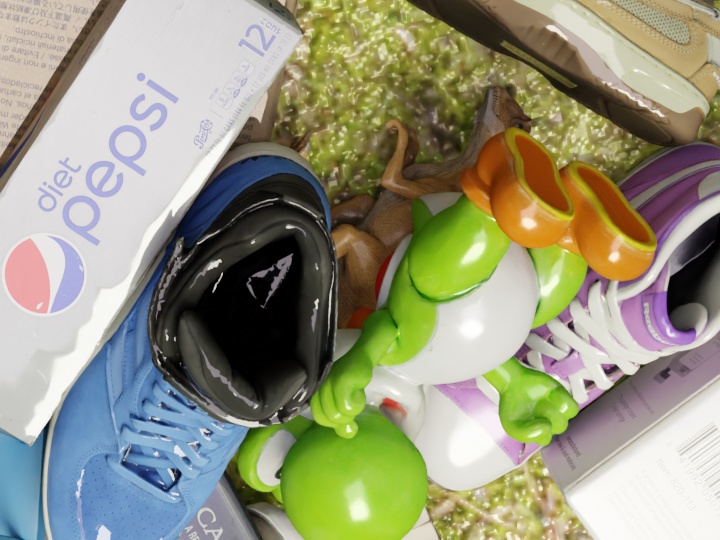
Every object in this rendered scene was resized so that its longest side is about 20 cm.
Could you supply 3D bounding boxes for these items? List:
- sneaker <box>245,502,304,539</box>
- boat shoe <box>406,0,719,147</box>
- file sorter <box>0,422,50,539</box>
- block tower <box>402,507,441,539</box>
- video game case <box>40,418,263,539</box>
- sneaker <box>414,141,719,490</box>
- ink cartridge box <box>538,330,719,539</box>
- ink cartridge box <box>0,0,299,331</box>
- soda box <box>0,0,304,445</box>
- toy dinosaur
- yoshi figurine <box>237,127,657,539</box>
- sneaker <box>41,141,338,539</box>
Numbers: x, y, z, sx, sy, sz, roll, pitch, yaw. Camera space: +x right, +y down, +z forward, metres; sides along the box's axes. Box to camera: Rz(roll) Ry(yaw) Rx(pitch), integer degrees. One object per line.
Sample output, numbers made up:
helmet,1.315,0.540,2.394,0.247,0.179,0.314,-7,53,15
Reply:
sneaker,-0.082,0.197,1.101,0.082,0.077,0.201,10,105,-48
boat shoe,0.073,-0.134,1.067,0.199,0.072,0.076,31,82,-15
file sorter,-0.217,0.155,1.024,0.138,0.123,0.201,1,81,10
block tower,0.032,0.174,1.126,0.054,0.058,0.201,-24,109,-2
video game case,-0.149,0.131,1.091,0.199,0.019,0.143,-31,74,2
sneaker,0.097,0.026,1.075,0.073,0.114,0.201,41,98,-14
ink cartridge box,0.203,0.086,1.112,0.200,0.083,0.147,-36,103,3
ink cartridge box,-0.137,-0.065,1.053,0.199,0.075,0.166,11,103,-9
soda box,-0.106,-0.035,0.992,0.068,0.063,0.201,32,98,-12
toy dinosaur,0.000,0.000,1.088,0.106,0.060,0.200,34,98,-13
yoshi figurine,0.030,0.045,1.015,0.112,0.112,0.200,44,113,-1
sneaker,-0.070,0.050,0.992,0.076,0.111,0.201,29,100,-13
